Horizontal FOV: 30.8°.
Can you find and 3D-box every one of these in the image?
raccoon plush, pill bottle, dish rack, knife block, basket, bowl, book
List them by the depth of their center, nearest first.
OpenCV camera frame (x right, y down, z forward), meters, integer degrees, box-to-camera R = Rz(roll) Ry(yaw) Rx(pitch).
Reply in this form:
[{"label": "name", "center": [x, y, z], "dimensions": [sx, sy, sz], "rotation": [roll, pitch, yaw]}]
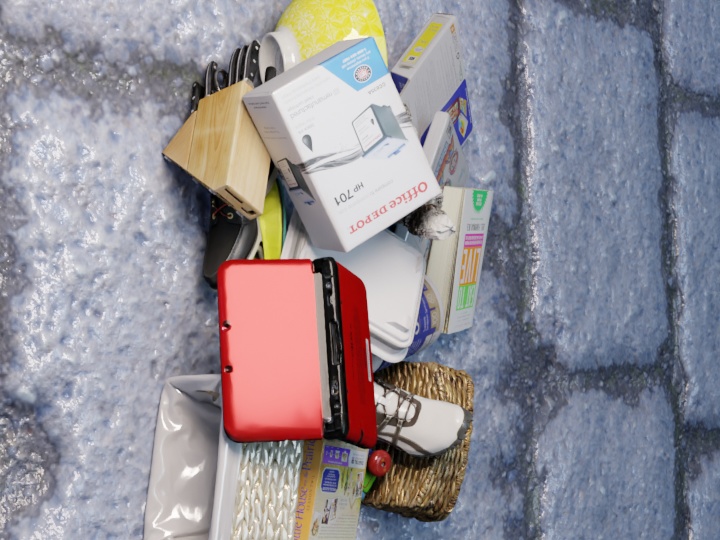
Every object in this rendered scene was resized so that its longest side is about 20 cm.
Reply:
[{"label": "basket", "center": [-0.146, 0.222, 1.445], "dimensions": [0.123, 0.136, 0.200], "rotation": [15, 75, -40]}, {"label": "knife block", "center": [-0.133, -0.169, 1.486], "dimensions": [0.176, 0.200, 0.064], "rotation": [-52, 130, -2]}, {"label": "dish rack", "center": [0.000, 0.000, 1.578], "dimensions": [0.200, 0.044, 0.172], "rotation": [31, 50, -24]}, {"label": "bowl", "center": [-0.059, -0.251, 1.586], "dimensions": [0.108, 0.200, 0.200], "rotation": [-10, 94, -26]}, {"label": "raccoon plush", "center": [0.066, -0.129, 1.606], "dimensions": [0.097, 0.200, 0.134], "rotation": [-21, 114, -28]}, {"label": "pill bottle", "center": [0.004, 0.071, 1.660], "dimensions": [0.200, 0.120, 0.120], "rotation": [-20, 102, -49]}, {"label": "basket", "center": [0.097, 0.229, 1.737], "dimensions": [0.149, 0.143, 0.200], "rotation": [26, 67, -45]}, {"label": "book", "center": [0.138, -0.017, 1.841], "dimensions": [0.134, 0.048, 0.200], "rotation": [-5, 105, -66]}]

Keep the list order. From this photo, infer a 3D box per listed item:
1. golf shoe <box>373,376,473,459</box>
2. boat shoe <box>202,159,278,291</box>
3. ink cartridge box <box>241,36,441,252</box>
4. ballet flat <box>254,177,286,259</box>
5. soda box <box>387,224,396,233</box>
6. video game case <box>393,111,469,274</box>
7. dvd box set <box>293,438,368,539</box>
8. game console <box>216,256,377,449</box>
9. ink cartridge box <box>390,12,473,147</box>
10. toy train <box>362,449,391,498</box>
[{"label": "golf shoe", "center": [0.041, 0.179, 1.627], "dimensions": [0.094, 0.200, 0.078], "rotation": [49, 52, -42]}, {"label": "boat shoe", "center": [-0.150, -0.073, 1.525], "dimensions": [0.063, 0.074, 0.201], "rotation": [39, 57, -44]}, {"label": "ink cartridge box", "center": [-0.019, -0.141, 1.472], "dimensions": [0.146, 0.086, 0.200], "rotation": [-33, 108, -22]}, {"label": "ballet flat", "center": [-0.120, -0.014, 1.571], "dimensions": [0.067, 0.067, 0.200], "rotation": [-5, 92, -21]}, {"label": "soda box", "center": [0.002, -0.146, 1.718], "dimensions": [0.064, 0.068, 0.200], "rotation": [-1, 87, -50]}, {"label": "video game case", "center": [0.099, -0.090, 1.789], "dimensions": [0.182, 0.024, 0.200], "rotation": [57, 49, -65]}, {"label": "dvd box set", "center": [-0.037, 0.269, 1.508], "dimensions": [0.146, 0.029, 0.200], "rotation": [26, 71, -66]}, {"label": "game console", "center": [-0.066, 0.095, 1.438], "dimensions": [0.172, 0.119, 0.200], "rotation": [36, 47, -66]}, {"label": "ink cartridge box", "center": [0.090, -0.218, 1.807], "dimensions": [0.200, 0.047, 0.198], "rotation": [-53, 145, -37]}, {"label": "toy train", "center": [-0.059, 0.229, 1.610], "dimensions": [0.200, 0.085, 0.116], "rotation": [46, 67, -37]}]
